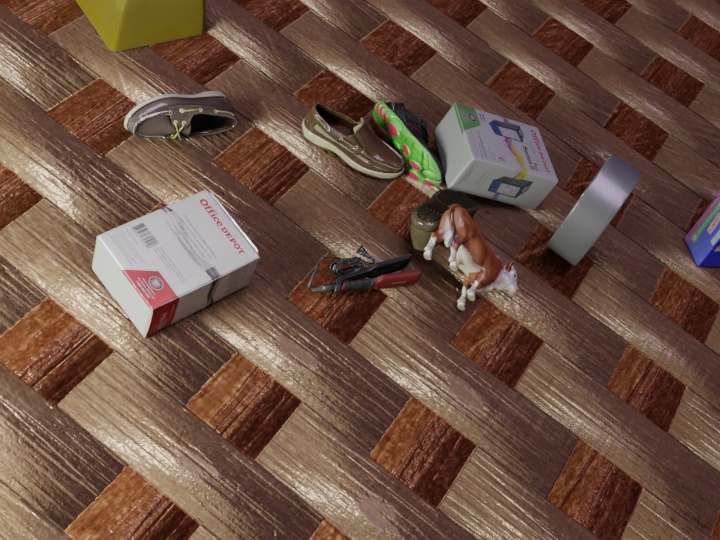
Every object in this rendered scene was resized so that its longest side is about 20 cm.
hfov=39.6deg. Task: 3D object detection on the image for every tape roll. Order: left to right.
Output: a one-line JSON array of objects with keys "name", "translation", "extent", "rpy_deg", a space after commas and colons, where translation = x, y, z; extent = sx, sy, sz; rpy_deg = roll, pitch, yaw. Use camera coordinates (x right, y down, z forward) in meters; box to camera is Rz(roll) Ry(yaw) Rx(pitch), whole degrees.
[{"name": "tape roll", "translation": [0.413, -0.107, 1.776], "extent": [0.066, 0.201, 0.200], "rpy_deg": [35, 48, 7]}]

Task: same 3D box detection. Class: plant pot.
[{"name": "plant pot", "translation": [-0.392, -0.540, 1.785], "extent": [0.198, 0.177, 0.201], "rpy_deg": [-22, 64, -34]}]

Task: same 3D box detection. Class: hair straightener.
[{"name": "hair straightener", "translation": [0.000, 0.000, 1.627], "extent": [0.198, 0.041, 0.078], "rpy_deg": [-12, 59, -25]}]

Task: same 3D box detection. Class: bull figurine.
[{"name": "bull figurine", "translation": [0.186, -0.013, 1.659], "extent": [0.201, 0.065, 0.122], "rpy_deg": [51, 54, -24]}]

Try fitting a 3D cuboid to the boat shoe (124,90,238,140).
[{"name": "boat shoe", "translation": [-0.296, -0.251, 1.671], "extent": [0.198, 0.072, 0.060], "rpy_deg": [-17, 58, -39]}]

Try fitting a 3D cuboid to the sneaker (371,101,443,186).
[{"name": "sneaker", "translation": [0.100, -0.241, 1.829], "extent": [0.083, 0.077, 0.201], "rpy_deg": [-19, 64, -29]}]

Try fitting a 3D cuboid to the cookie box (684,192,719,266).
[{"name": "cookie box", "translation": [0.758, -0.087, 1.930], "extent": [0.197, 0.172, 0.076], "rpy_deg": [2, 50, -22]}]

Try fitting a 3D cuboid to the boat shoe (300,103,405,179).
[{"name": "boat shoe", "translation": [-0.008, -0.232, 1.775], "extent": [0.200, 0.075, 0.075], "rpy_deg": [24, 48, -4]}]

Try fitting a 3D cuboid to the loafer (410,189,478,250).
[{"name": "loafer", "translation": [0.138, -0.087, 1.733], "extent": [0.076, 0.068, 0.199], "rpy_deg": [34, 31, 23]}]

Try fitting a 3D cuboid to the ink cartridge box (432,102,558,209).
[{"name": "ink cartridge box", "translation": [0.248, -0.208, 1.841], "extent": [0.198, 0.088, 0.147], "rpy_deg": [13, 47, -28]}]

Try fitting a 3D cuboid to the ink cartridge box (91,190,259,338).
[{"name": "ink cartridge box", "translation": [-0.272, -0.013, 1.482], "extent": [0.199, 0.083, 0.147], "rpy_deg": [-27, 68, -36]}]
